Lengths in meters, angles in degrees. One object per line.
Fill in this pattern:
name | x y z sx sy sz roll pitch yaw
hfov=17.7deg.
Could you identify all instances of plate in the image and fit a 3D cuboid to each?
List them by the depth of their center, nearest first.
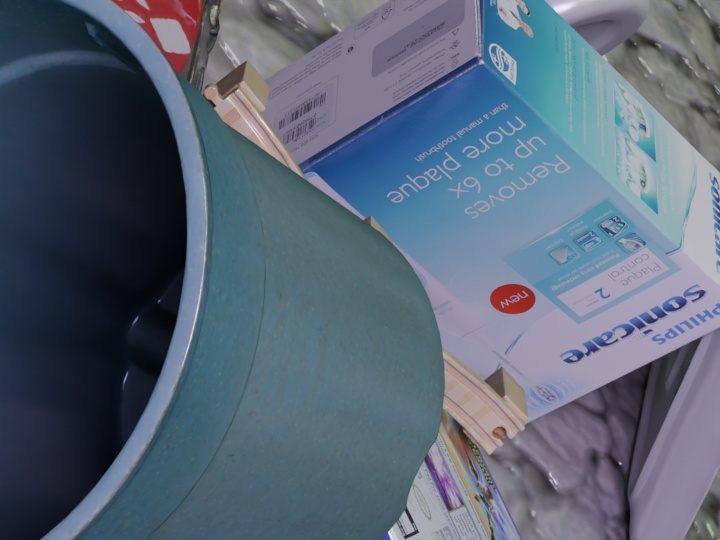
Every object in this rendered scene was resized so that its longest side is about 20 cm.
plate | 0.179 0.033 1.178 0.032 0.200 0.200 20 37 1

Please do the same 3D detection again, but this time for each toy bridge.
toy bridge | 0.000 0.000 0.955 0.200 0.027 0.067 50 14 -17

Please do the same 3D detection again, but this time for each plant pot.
plant pot | -0.080 0.026 0.778 0.196 0.200 0.201 26 44 -56

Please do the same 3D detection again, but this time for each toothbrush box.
toothbrush box | 0.063 -0.032 1.068 0.200 0.146 0.085 40 36 -33

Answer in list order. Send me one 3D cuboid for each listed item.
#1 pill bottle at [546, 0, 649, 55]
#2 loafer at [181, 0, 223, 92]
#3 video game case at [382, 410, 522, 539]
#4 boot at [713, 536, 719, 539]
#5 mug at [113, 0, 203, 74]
pill bottle | 0.077 -0.210 1.282 0.104 0.104 0.201 -1 65 -56
loafer | -0.095 -0.089 0.973 0.063 0.072 0.200 60 30 -42
video game case | 0.036 0.141 0.936 0.201 0.045 0.181 64 15 7
boot | 0.237 0.211 1.189 0.201 0.071 0.144 23 41 -54
mug | -0.144 -0.138 0.830 0.200 0.177 0.134 37 30 -41
